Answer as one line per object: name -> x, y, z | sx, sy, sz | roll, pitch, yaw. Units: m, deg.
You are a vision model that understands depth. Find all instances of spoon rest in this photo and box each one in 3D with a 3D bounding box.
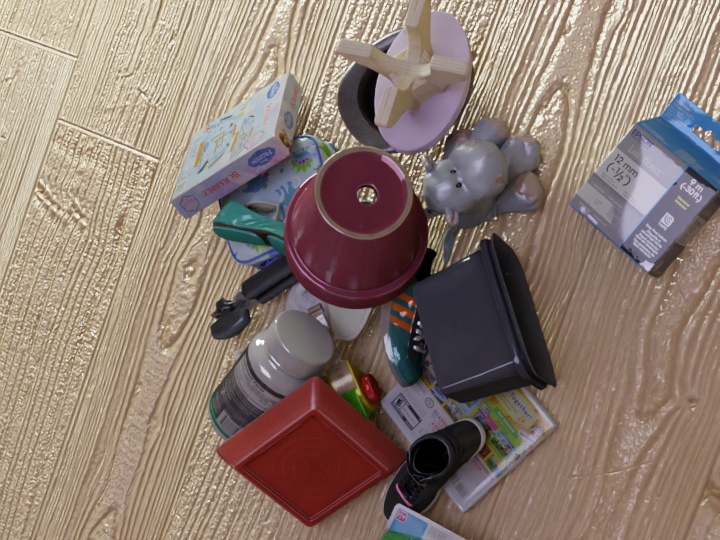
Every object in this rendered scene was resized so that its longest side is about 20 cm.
spoon rest -> -0.099, 0.076, 1.744 | 0.200, 0.061, 0.100 | -42, 64, 3

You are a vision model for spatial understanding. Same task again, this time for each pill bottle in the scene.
pill bottle -> -0.125, 0.154, 1.646 | 0.114, 0.112, 0.200 | 55, 127, 22

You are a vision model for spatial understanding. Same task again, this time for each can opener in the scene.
can opener -> -0.149, 0.039, 1.751 | 0.199, 0.052, 0.067 | -37, 57, 30

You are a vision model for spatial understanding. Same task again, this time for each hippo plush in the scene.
hippo plush -> 0.137, -0.132, 1.572 | 0.199, 0.160, 0.161 | -29, 71, 22

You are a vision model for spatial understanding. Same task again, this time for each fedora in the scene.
fedora -> 0.073, -0.247, 1.659 | 0.200, 0.090, 0.177 | -42, 69, 5

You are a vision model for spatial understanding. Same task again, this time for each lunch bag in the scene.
lunch bag -> -0.113, -0.096, 1.750 | 0.199, 0.082, 0.162 | -24, 72, 24

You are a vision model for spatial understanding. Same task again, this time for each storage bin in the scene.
storage bin -> 0.160, 0.076, 1.537 | 0.133, 0.145, 0.202 | -22, 67, 19

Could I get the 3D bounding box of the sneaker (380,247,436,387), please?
sneaker -> 0.076, 0.059, 1.627 | 0.079, 0.071, 0.202 | -11, 71, 24

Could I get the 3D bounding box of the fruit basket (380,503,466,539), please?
fruit basket -> 0.100, 0.436, 1.559 | 0.199, 0.094, 0.187 | 28, 107, 19

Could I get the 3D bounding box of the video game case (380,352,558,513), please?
video game case -> 0.146, 0.197, 1.607 | 0.182, 0.023, 0.200 | -46, 64, 16

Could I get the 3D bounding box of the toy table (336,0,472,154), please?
toy table -> 0.069, -0.267, 1.553 | 0.182, 0.117, 0.202 | 2, 79, 19

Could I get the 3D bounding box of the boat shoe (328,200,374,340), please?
boat shoe -> 0.003, 0.001, 1.686 | 0.071, 0.060, 0.204 | 12, 97, 20

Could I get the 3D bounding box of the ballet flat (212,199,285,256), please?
ballet flat -> -0.121, -0.061, 1.674 | 0.198, 0.067, 0.071 | 18, 72, 25

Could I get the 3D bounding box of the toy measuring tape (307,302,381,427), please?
toy measuring tape -> -0.021, 0.144, 1.670 | 0.073, 0.073, 0.202 | -29, 75, 22

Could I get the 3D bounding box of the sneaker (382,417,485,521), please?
sneaker -> 0.076, 0.274, 1.566 | 0.200, 0.099, 0.071 | -49, 66, 25

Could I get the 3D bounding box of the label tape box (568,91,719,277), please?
label tape box -> 0.385, -0.114, 1.489 | 0.143, 0.066, 0.201 | 45, 107, 25

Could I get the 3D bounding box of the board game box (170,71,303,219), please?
board game box -> -0.183, -0.190, 1.756 | 0.198, 0.041, 0.201 | -29, 30, 24

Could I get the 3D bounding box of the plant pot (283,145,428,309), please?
plant pot -> -0.003, -0.069, 1.541 | 0.198, 0.179, 0.202 | 1, 70, -4

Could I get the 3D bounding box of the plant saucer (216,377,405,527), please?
plant saucer -> -0.067, 0.267, 1.627 | 0.199, 0.200, 0.037 | -37, 25, 21
